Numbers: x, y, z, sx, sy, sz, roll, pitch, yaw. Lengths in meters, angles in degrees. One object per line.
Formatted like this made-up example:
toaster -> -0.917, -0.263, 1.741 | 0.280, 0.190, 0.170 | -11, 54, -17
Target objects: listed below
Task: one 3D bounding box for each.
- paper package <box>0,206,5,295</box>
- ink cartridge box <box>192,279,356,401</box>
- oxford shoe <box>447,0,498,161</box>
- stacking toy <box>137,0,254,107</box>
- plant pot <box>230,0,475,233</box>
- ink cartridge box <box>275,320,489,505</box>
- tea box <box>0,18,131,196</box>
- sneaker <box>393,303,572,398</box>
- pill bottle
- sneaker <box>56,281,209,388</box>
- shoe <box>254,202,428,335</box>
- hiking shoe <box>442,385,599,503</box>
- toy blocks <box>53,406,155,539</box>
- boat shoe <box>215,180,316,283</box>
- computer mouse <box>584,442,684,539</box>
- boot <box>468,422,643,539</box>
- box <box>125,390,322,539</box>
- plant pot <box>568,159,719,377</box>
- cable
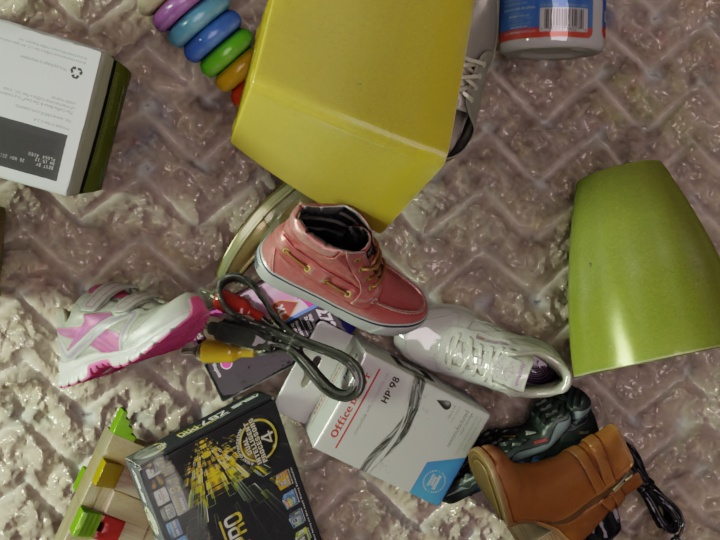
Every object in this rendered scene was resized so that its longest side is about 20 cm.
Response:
paper package -> -0.450, -0.023, 0.933 | 0.197, 0.191, 0.105 | 6, 91, -8
ink cartridge box -> -0.080, 0.051, 1.064 | 0.198, 0.037, 0.096 | -28, 97, -6
oxford shoe -> 0.103, -0.202, 1.032 | 0.074, 0.058, 0.202 | 11, 106, -14
stacking toy -> -0.135, -0.216, 1.016 | 0.085, 0.085, 0.201 | -38, 102, -3
plant pot -> -0.017, -0.179, 0.936 | 0.174, 0.200, 0.202 | 16, 70, -12
ink cartridge box -> 0.020, 0.150, 1.048 | 0.198, 0.067, 0.117 | 28, 96, -17
tea box -> -0.336, -0.161, 0.932 | 0.198, 0.197, 0.135 | 16, 93, -9
sneaker -> 0.134, 0.086, 1.059 | 0.197, 0.100, 0.076 | 14, 95, -6
pill bottle -> 0.199, -0.326, 1.028 | 0.111, 0.112, 0.203 | 0, 94, -7
sneaker -> -0.239, 0.051, 0.990 | 0.198, 0.081, 0.089 | -20, 87, 28
shoe -> 0.000, 0.000, 0.988 | 0.198, 0.091, 0.072 | 22, 51, -23
hiking shoe -> 0.176, 0.212, 1.088 | 0.198, 0.074, 0.087 | -29, 109, 3
toy blocks -> -0.233, 0.262, 1.039 | 0.136, 0.100, 0.202 | 27, 81, -21
boat shoe -> -0.071, -0.058, 1.038 | 0.063, 0.073, 0.201 | 41, 82, -4
computer mouse -> 0.266, 0.303, 1.119 | 0.200, 0.046, 0.141 | -43, 91, -10
boot -> 0.203, 0.206, 1.024 | 0.154, 0.074, 0.201 | -35, 132, -2
box -> -0.134, 0.249, 1.028 | 0.160, 0.049, 0.202 | -23, 104, -27
plant pot -> 0.293, -0.005, 1.046 | 0.185, 0.187, 0.203 | -11, 81, -6
cable -> -0.083, 0.066, 1.009 | 0.198, 0.050, 0.098 | 16, 86, 3
